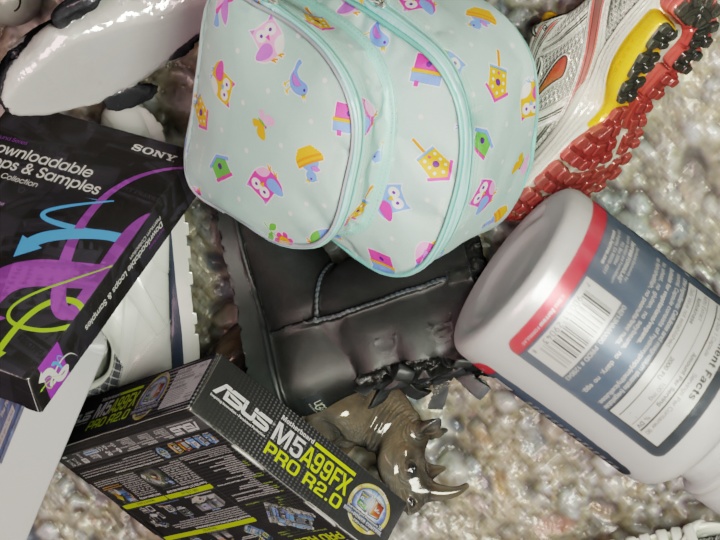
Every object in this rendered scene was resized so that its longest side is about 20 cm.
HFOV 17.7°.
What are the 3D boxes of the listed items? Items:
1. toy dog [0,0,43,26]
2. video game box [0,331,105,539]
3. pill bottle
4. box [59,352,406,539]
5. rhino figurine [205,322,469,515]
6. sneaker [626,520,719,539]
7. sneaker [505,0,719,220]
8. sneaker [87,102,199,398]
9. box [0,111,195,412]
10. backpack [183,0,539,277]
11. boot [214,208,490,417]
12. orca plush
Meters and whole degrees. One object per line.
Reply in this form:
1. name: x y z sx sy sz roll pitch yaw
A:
1. toy dog: -0.321 -0.183 1.544 0.199 0.096 0.133 -23 94 27
2. video game box: -0.236 0.057 1.519 0.201 0.047 0.183 -64 33 34
3. pill bottle: 0.166 0.055 1.366 0.200 0.120 0.120 37 117 -10
4. box: -0.089 0.131 1.473 0.160 0.044 0.200 39 151 -19
5. rhino figurine: -0.019 0.097 1.500 0.199 0.060 0.088 25 76 15
6. sneaker: 0.191 0.188 1.416 0.199 0.077 0.081 1 131 13
7. sneaker: 0.133 -0.110 1.388 0.082 0.078 0.200 51 120 28
8. sneaker: -0.156 -0.013 1.514 0.080 0.076 0.201 -9 100 -14
9. box: -0.205 -0.015 1.418 0.142 0.200 0.036 16 141 23
10. backpack: -0.001 -0.094 1.362 0.199 0.153 0.177 26 122 24
11. boot: 0.000 -0.001 1.460 0.161 0.073 0.199 -17 68 9
12. orca plush: -0.146 -0.173 1.455 0.200 0.105 0.071 -38 50 19
